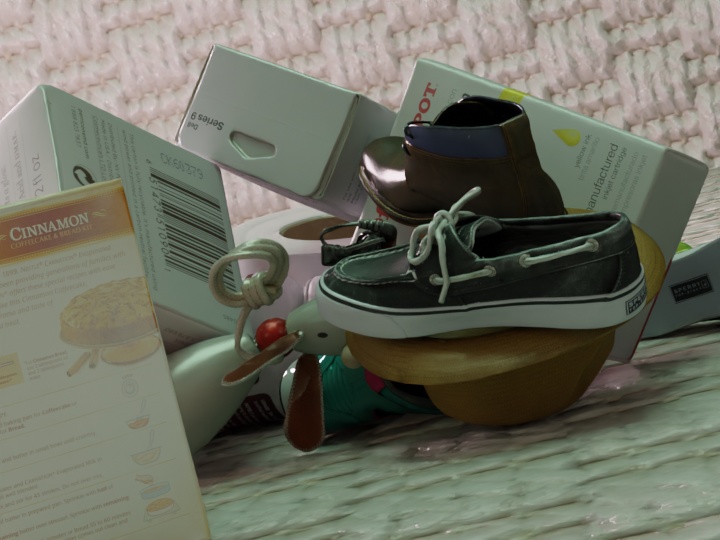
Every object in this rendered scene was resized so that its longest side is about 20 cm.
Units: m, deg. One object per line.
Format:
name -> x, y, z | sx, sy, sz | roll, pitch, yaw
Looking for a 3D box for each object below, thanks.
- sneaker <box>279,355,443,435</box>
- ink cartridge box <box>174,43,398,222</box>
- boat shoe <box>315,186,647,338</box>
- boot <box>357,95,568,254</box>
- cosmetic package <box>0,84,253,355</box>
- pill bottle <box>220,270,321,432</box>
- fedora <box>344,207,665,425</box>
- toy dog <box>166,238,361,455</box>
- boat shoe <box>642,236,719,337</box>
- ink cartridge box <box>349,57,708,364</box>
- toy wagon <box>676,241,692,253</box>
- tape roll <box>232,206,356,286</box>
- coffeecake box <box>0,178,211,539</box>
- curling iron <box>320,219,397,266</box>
sneaker -> 0.048, 0.049, 1.253 | 0.121, 0.084, 0.200 | -17, 8, 43
ink cartridge box -> -0.019, -0.086, 1.362 | 0.145, 0.088, 0.200 | 22, 2, 34
boat shoe -> 0.062, -0.005, 1.044 | 0.199, 0.068, 0.074 | 1, 32, 29
boot -> 0.058, -0.076, 1.141 | 0.075, 0.097, 0.200 | -30, 33, -24
cosmetic package -> -0.206, 0.015, 1.253 | 0.200, 0.165, 0.165 | -38, -42, 28
pill bottle -> -0.100, 0.064, 1.382 | 0.199, 0.113, 0.113 | -12, 4, 12
fedora -> 0.093, 0.036, 1.117 | 0.200, 0.082, 0.201 | -13, 29, 7
toy dog -> -0.082, 0.081, 1.160 | 0.200, 0.097, 0.132 | -37, -43, 26
boat shoe -> 0.270, 0.006, 1.294 | 0.066, 0.070, 0.200 | -20, -1, -45
ink cartridge box -> 0.110, -0.043, 1.235 | 0.200, 0.146, 0.083 | 24, 8, 31
toy wagon -> 0.250, 0.002, 1.526 | 0.199, 0.040, 0.155 | -11, 1, 33
tape roll -> -0.014, -0.005, 1.527 | 0.201, 0.071, 0.202 | -6, 14, 2
coffeecake box -> -0.182, 0.067, 0.967 | 0.153, 0.201, 0.073 | -15, 4, -26
curling iron -> 0.000, 0.000, 1.223 | 0.049, 0.026, 0.200 | -5, -13, 0
